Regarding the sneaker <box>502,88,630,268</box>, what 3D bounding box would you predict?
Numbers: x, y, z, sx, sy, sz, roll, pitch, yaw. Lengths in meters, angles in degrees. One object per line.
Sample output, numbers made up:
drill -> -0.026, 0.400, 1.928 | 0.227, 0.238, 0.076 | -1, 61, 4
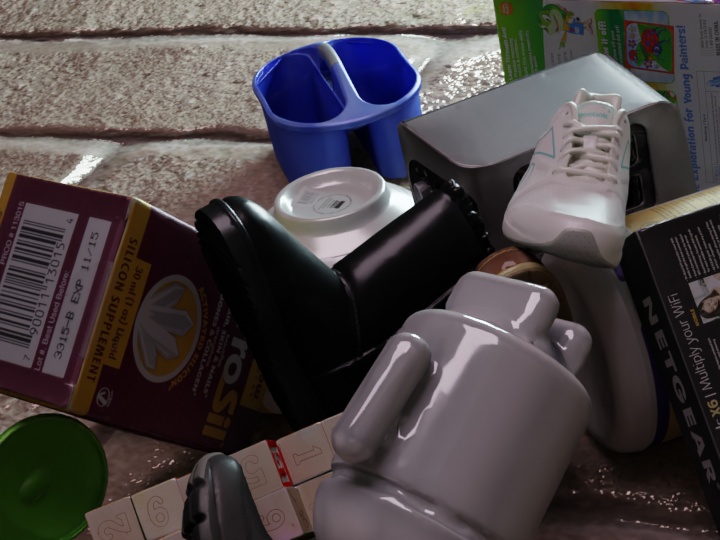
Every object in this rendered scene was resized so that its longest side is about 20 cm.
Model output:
sneaker -> 0.128, -0.059, 1.027 | 0.070, 0.081, 0.200 | 16, 20, 0

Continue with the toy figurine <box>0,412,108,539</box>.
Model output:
toy figurine -> -0.271, 0.154, 1.069 | 0.200, 0.150, 0.184 | -50, 31, -16

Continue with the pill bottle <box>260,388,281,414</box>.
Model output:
pill bottle -> -0.090, 0.044, 1.223 | 0.199, 0.113, 0.113 | 1, 31, 22

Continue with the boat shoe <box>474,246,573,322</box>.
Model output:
boat shoe -> 0.086, 0.051, 1.046 | 0.072, 0.201, 0.068 | -19, 52, -7

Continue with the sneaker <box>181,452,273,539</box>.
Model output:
sneaker -> -0.046, 0.193, 0.913 | 0.079, 0.201, 0.075 | -9, -16, -16

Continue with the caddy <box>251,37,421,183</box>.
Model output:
caddy -> -0.019, -0.151, 1.550 | 0.141, 0.106, 0.200 | -16, 29, -8

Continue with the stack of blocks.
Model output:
stack of blocks -> -0.047, 0.132, 1.010 | 0.199, 0.059, 0.115 | -22, -9, 5

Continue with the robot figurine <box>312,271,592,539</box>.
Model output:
robot figurine -> 0.048, 0.101, 0.908 | 0.113, 0.170, 0.201 | 11, 66, 46

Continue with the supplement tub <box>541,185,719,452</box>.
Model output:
supplement tub -> 0.230, 0.021, 1.107 | 0.199, 0.146, 0.146 | -17, 29, -10

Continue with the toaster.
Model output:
toaster -> 0.143, -0.040, 1.218 | 0.199, 0.182, 0.119 | -20, 30, -13

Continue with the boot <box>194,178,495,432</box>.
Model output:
boot -> 0.000, 0.000, 1.054 | 0.162, 0.199, 0.073 | -32, 40, -12

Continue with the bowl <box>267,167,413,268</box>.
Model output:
bowl -> -0.015, -0.019, 1.328 | 0.199, 0.095, 0.201 | -9, 28, 5

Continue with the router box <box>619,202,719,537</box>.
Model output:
router box -> 0.257, 0.051, 1.002 | 0.156, 0.201, 0.052 | -17, -9, -10

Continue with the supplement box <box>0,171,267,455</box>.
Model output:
supplement box -> -0.143, 0.034, 1.071 | 0.103, 0.132, 0.200 | 12, -8, 29

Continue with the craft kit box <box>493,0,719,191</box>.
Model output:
craft kit box -> 0.208, -0.122, 1.316 | 0.196, 0.201, 0.049 | 6, 33, 27
